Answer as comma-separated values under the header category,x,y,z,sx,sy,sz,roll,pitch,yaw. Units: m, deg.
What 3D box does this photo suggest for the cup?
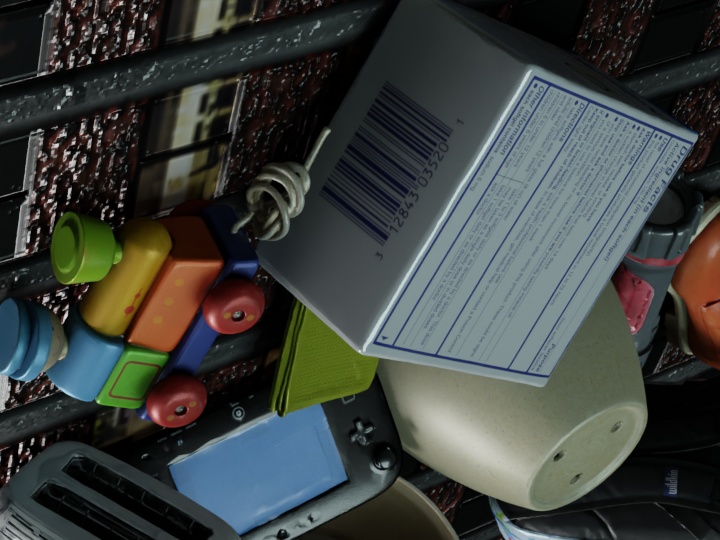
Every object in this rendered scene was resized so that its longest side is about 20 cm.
category,x,y,z,sx,sy,sz,roll,pitch,yaw
cup,0.109,0.077,1.332,0.200,0.143,0.201,-27,148,-19

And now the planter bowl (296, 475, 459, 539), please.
category,x,y,z,sx,sy,sz,roll,pitch,yaw
planter bowl,-0.029,0.234,1.364,0.200,0.200,0.135,-33,175,-11

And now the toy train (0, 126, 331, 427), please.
category,x,y,z,sx,sy,sz,roll,pitch,yaw
toy train,-0.111,-0.011,1.049,0.116,0.085,0.200,10,125,-37

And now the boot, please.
category,x,y,z,sx,sy,sz,roll,pitch,yaw
boot,0.283,0.021,1.481,0.075,0.107,0.200,-45,150,-12

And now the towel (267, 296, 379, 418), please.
category,x,y,z,sx,sy,sz,roll,pitch,yaw
towel,0.000,0.000,1.204,0.086,0.018,0.200,-11,130,-38

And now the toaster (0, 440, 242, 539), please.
category,x,y,z,sx,sy,sz,roll,pitch,yaw
toaster,-0.158,0.191,1.173,0.114,0.200,0.129,-42,157,-59

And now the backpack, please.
category,x,y,z,sx,sy,sz,roll,pitch,yaw
backpack,0.195,0.163,1.506,0.199,0.164,0.154,1,156,0

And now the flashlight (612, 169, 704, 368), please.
category,x,y,z,sx,sy,sz,roll,pitch,yaw
flashlight,0.191,0.010,1.417,0.200,0.068,0.068,102,14,-52

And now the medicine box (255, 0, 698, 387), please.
category,x,y,z,sx,sy,sz,roll,pitch,yaw
medicine box,0.070,-0.043,1.139,0.200,0.103,0.182,13,112,-53

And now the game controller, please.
category,x,y,z,sx,sy,sz,roll,pitch,yaw
game controller,-0.067,0.128,1.267,0.200,0.042,0.105,-25,114,-22
